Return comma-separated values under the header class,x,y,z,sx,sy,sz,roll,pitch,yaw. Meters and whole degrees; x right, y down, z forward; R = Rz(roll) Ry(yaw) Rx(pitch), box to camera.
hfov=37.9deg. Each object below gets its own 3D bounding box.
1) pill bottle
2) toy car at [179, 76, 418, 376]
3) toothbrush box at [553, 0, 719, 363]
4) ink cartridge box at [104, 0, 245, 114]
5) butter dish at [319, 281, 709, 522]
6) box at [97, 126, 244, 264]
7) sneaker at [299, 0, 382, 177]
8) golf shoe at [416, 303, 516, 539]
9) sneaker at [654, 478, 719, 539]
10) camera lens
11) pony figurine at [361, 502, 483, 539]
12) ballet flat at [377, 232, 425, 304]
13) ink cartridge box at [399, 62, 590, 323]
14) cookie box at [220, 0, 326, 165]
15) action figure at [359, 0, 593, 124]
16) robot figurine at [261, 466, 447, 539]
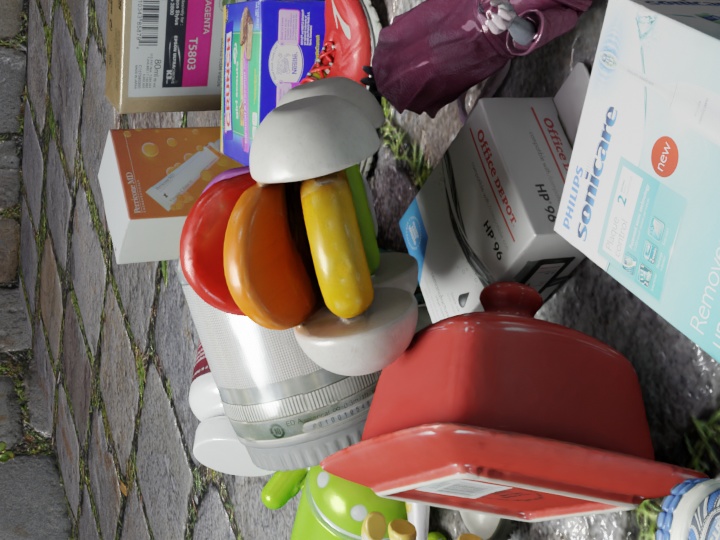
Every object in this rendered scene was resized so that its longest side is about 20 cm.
class,x,y,z,sx,sy,sz,roll,pitch,yaw
pill bottle,-0.105,0.090,1.024,0.113,0.112,0.202,125,156,-54
toy car,-0.045,-0.027,0.707,0.200,0.148,0.177,-80,-23,-71
toothbrush box,0.201,-0.045,0.541,0.200,0.084,0.148,-129,41,-52
ink cartridge box,-0.230,-0.303,1.311,0.075,0.163,0.202,46,135,50
butter dish,0.096,0.080,0.698,0.200,0.198,0.149,145,134,-62
box,-0.194,-0.092,1.235,0.098,0.198,0.125,-56,46,53
sneaker,-0.027,-0.175,0.998,0.077,0.084,0.202,27,119,60
golf shoe,0.070,0.124,0.848,0.077,0.087,0.202,-30,69,60
sneaker,0.217,0.216,0.570,0.085,0.076,0.202,-21,76,59
camera lens,-0.055,0.045,0.882,0.160,0.159,0.202,2,112,64
pony figurine,0.052,0.291,0.831,0.193,0.165,0.202,-141,51,-61
ballet flat,0.000,0.000,0.997,0.200,0.074,0.075,-130,42,-53
ink cartridge box,0.106,-0.044,0.759,0.200,0.067,0.117,-57,45,52
cookie box,-0.096,-0.200,1.120,0.200,0.074,0.173,-146,57,-69
action figure,0.100,-0.165,0.720,0.199,0.148,0.135,-22,51,37
robot figurine,-0.001,0.230,0.981,0.175,0.115,0.201,35,133,22
